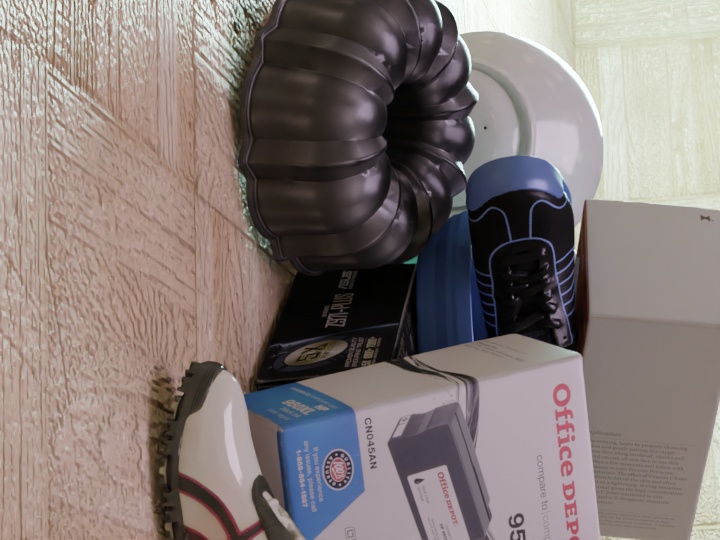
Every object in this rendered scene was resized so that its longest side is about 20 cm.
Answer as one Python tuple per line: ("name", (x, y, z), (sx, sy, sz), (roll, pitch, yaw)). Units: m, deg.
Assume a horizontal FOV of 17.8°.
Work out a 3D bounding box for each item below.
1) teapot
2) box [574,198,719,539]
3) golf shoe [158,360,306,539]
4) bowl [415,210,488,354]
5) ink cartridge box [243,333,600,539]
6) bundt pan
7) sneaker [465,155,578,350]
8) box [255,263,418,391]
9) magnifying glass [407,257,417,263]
("teapot", (0.088, -0.093, 1.763), (0.146, 0.199, 0.198), (11, 86, -70))
("box", (0.188, 0.069, 1.564), (0.125, 0.097, 0.201), (-85, 180, -51))
("golf shoe", (-0.054, 0.144, 1.189), (0.077, 0.088, 0.201), (-2, 87, -77))
("bowl", (0.069, 0.061, 1.530), (0.201, 0.039, 0.202), (-5, 90, -81))
("ink cartridge box", (0.033, 0.129, 1.330), (0.084, 0.199, 0.145), (15, -65, 62))
("bundt pan", (0.010, -0.093, 1.442), (0.202, 0.076, 0.203), (-18, 111, -57))
("sneaker", (0.108, 0.008, 1.463), (0.200, 0.070, 0.078), (73, 8, -56))
("box", (0.001, 0.120, 1.475), (0.164, 0.086, 0.201), (-72, 155, -64))
("magnifying glass", (0.036, 0.014, 1.704), (0.080, 0.022, 0.201), (-59, 142, -70))
